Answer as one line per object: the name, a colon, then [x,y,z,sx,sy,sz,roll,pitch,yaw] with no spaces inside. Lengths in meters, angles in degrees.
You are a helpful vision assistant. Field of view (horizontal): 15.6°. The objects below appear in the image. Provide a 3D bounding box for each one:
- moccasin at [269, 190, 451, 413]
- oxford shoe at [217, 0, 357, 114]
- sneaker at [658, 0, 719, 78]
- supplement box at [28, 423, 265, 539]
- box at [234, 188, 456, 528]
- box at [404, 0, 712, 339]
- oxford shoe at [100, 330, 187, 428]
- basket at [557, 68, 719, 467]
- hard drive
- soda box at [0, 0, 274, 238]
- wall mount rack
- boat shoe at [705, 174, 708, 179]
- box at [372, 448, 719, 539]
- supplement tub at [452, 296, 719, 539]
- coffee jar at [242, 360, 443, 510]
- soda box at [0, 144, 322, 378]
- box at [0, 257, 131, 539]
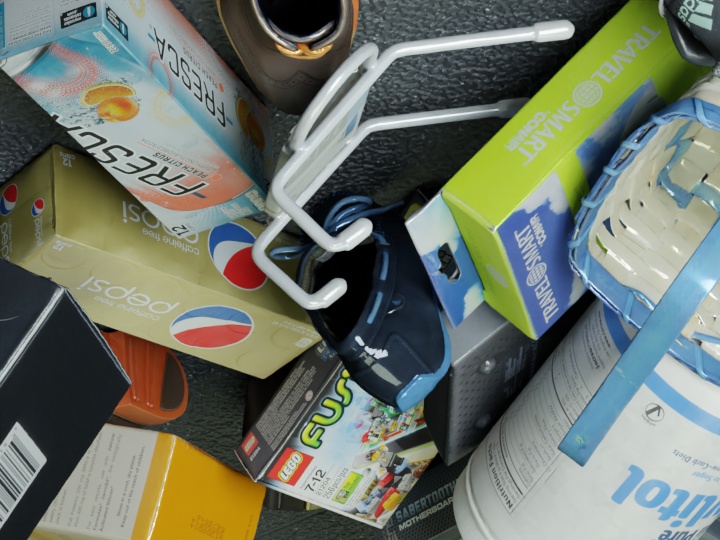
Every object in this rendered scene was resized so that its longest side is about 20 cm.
moccasin: [0.000,0.000,1.456,0.068,0.200,0.081,36,99,-27]
oxford shoe: [-0.037,-0.130,1.317,0.071,0.073,0.200,-6,148,1]
sneaker: [0.149,-0.151,1.262,0.200,0.140,0.078,7,145,-21]
supplement box: [-0.178,0.138,1.653,0.200,0.074,0.126,7,165,28]
box: [0.023,0.056,1.586,0.110,0.035,0.200,23,109,-38]
box: [0.120,-0.054,1.401,0.200,0.048,0.122,-44,148,-12]
oxford shoe: [-0.196,0.059,1.612,0.073,0.071,0.200,-22,145,32]
basket: [0.175,-0.009,1.304,0.139,0.200,0.176,39,145,6]
hard drive: [0.117,0.020,1.540,0.200,0.042,0.135,-35,154,-20]
soda box: [-0.115,-0.095,1.376,0.063,0.069,0.200,-18,147,18]
wall mount rack: [0.020,-0.068,1.358,0.075,0.174,0.200,41,164,5]
boat shoe: [0.224,-0.018,1.512,0.074,0.065,0.200,-17,145,-45]
box: [0.125,0.165,1.686,0.158,0.051,0.200,-31,143,23]
supplement tub: [0.155,0.091,1.477,0.132,0.132,0.200,13,129,-28]
coffee jar: [0.023,0.102,1.699,0.200,0.085,0.104,-3,151,-6]
soda box: [-0.115,-0.003,1.530,0.200,0.064,0.068,20,140,-36]
box: [-0.269,0.078,1.434,0.196,0.200,0.124,25,160,26]
